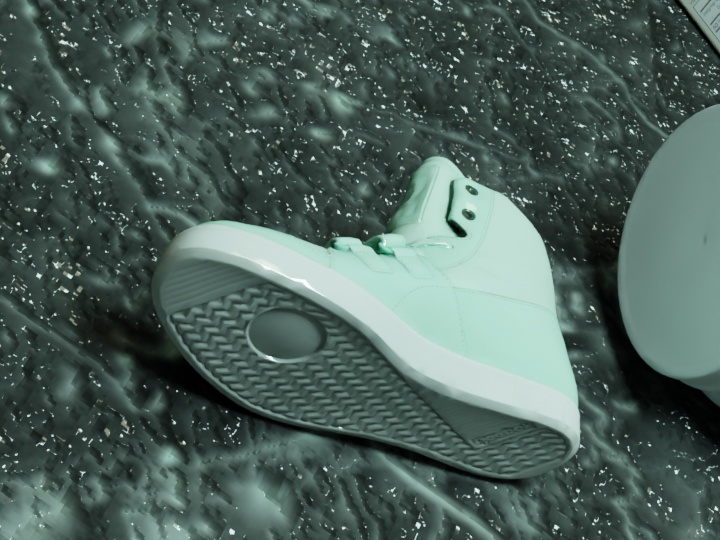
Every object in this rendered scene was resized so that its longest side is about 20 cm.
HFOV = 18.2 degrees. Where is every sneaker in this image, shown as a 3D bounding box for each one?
[{"bbox_3d":[0.000,0.000,0.888,0.199,0.074,0.119,25,45,-34],"label":"sneaker"}]

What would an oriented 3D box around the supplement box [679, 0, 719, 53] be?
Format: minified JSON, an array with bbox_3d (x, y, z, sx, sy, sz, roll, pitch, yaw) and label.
[{"bbox_3d":[0.225,-0.194,1.273,0.125,0.074,0.201,-14,62,-46],"label":"supplement box"}]

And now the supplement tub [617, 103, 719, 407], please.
[{"bbox_3d":[0.231,0.008,1.017,0.199,0.145,0.146,13,44,-29],"label":"supplement tub"}]
